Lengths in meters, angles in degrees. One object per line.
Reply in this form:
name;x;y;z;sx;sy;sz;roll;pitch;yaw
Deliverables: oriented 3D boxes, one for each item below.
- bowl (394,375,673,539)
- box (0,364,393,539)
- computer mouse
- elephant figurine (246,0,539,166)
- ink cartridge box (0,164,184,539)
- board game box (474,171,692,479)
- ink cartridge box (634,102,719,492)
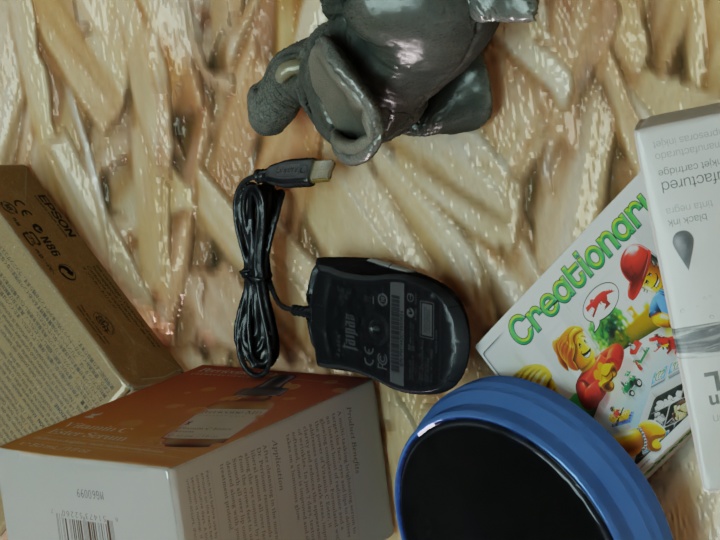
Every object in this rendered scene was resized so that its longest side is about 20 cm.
bowl;0.100;0.161;1.751;0.200;0.039;0.202;26;131;34
box;-0.101;0.138;1.831;0.151;0.199;0.107;2;105;38
computer mouse;0.000;0.000;1.818;0.199;0.046;0.142;4;100;43
elephant figurine;0.013;-0.123;1.733;0.140;0.156;0.201;6;126;-7
ink cartridge box;-0.237;0.055;1.977;0.165;0.075;0.200;-46;71;25
board game box;0.166;0.031;1.694;0.127;0.035;0.200;52;128;14
ink cartridge box;0.235;0.006;1.565;0.144;0.083;0.202;-11;96;10
